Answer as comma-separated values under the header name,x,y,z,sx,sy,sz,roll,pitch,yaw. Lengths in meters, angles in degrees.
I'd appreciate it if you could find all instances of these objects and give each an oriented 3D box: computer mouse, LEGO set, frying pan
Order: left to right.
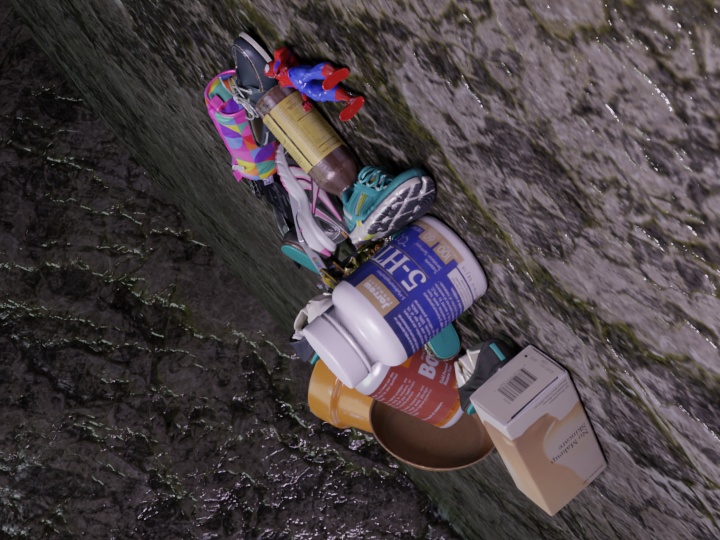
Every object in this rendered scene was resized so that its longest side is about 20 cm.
name,x,y,z,sx,sy,sz,roll,pitch,yaw
computer mouse,-0.142,-0.163,1.743,0.200,0.046,0.140,34,148,56
frying pan,-0.110,-0.050,1.818,0.115,0.031,0.190,48,-158,-52
LEGO set,0.000,0.000,1.482,0.200,0.116,0.154,42,166,37

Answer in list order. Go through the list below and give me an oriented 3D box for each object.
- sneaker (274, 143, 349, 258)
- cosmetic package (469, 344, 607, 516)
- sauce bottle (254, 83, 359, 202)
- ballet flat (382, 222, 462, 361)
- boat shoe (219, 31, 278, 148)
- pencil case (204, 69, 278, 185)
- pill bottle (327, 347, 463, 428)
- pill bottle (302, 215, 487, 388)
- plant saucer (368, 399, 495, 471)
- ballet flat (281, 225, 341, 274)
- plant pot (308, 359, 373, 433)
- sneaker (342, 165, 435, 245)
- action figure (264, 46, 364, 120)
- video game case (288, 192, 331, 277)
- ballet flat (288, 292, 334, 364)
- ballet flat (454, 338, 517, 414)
name,x,y,z,sx,sy,sz,roll,pitch,yaw
sneaker,-0.047,-0.110,1.448,0.080,0.086,0.200,39,-157,-54
cosmetic package,0.218,0.196,1.291,0.071,0.105,0.200,38,165,48
sauce bottle,-0.049,-0.145,1.339,0.200,0.065,0.065,52,169,-1
ballet flat,0.071,0.024,1.367,0.200,0.068,0.075,66,173,-19
boat shoe,-0.140,-0.235,1.418,0.075,0.062,0.200,49,169,23
pencil case,-0.169,-0.207,1.572,0.088,0.088,0.200,46,166,25
pill bottle,0.059,0.143,1.550,0.200,0.112,0.112,25,176,-15
pill bottle,0.037,0.040,1.244,0.120,0.200,0.120,48,169,13
plant saucer,0.111,0.236,1.611,0.200,0.200,0.035,42,140,39
ballet flat,-0.038,-0.006,1.725,0.200,0.068,0.068,42,153,-20
plant pot,0.039,0.211,1.899,0.183,0.200,0.200,26,158,29
sneaker,0.020,-0.083,1.222,0.080,0.077,0.200,70,158,3
action figure,-0.065,-0.218,1.223,0.065,0.052,0.200,53,172,-31
video game case,-0.076,-0.075,1.594,0.200,0.018,0.143,62,-165,-70
ballet flat,-0.054,0.073,1.484,0.073,0.073,0.200,50,150,4
ballet flat,0.162,0.131,1.385,0.068,0.068,0.200,57,161,12
